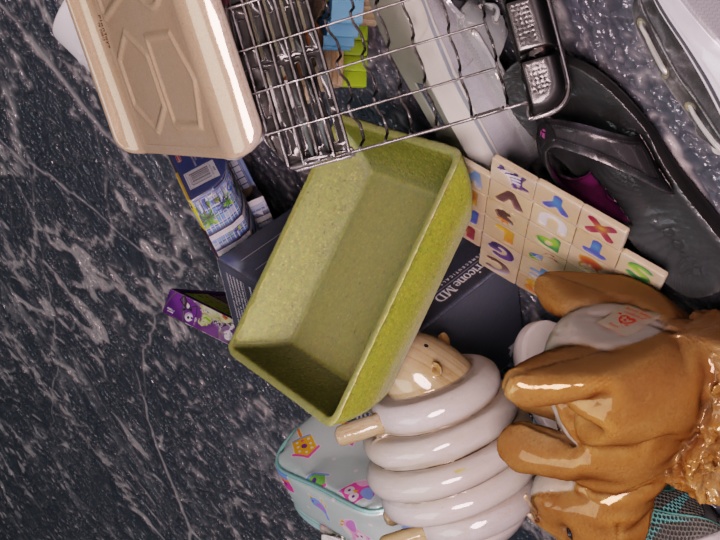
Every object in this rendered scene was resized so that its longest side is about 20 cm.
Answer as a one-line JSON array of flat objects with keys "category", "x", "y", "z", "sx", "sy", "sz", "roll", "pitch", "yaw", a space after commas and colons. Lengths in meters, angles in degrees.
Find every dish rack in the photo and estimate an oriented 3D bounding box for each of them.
[{"category": "dish rack", "x": 0.021, "y": -0.149, "z": 0.962, "sx": 0.055, "sy": 0.199, "sz": 0.154, "roll": -38, "pitch": -67, "yaw": -81}]

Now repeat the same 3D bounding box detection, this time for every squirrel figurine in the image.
[{"category": "squirrel figurine", "x": 0.190, "y": 0.114, "z": 1.010, "sx": 0.199, "sy": 0.142, "sz": 0.188, "roll": 0, "pitch": 118, "yaw": 9}]

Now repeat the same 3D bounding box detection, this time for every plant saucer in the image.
[{"category": "plant saucer", "x": 0.000, "y": 0.000, "z": 1.091, "sx": 0.048, "sy": 0.201, "sz": 0.200, "roll": 25, "pitch": -179, "yaw": -28}]

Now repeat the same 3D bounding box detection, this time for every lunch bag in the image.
[{"category": "lunch bag", "x": 0.039, "y": 0.152, "z": 1.278, "sx": 0.160, "sy": 0.200, "sz": 0.077, "roll": 22, "pitch": 141, "yaw": 42}]

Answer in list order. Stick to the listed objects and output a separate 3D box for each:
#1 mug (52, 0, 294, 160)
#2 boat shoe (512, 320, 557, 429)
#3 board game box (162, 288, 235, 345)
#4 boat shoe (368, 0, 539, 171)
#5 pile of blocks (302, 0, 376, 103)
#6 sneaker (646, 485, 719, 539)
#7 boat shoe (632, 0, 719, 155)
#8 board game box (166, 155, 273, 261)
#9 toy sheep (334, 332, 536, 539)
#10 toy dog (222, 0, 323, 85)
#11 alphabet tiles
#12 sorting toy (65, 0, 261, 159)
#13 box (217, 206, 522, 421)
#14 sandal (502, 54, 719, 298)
[{"category": "mug", "x": -0.135, "y": -0.178, "z": 1.208, "sx": 0.175, "sy": 0.148, "sz": 0.200, "roll": 44, "pitch": -173, "yaw": 0}, {"category": "boat shoe", "x": 0.168, "y": 0.126, "z": 1.203, "sx": 0.200, "sy": 0.072, "sz": 0.068, "roll": 53, "pitch": 153, "yaw": -17}, {"category": "board game box", "x": -0.071, "y": 0.067, "z": 1.417, "sx": 0.199, "sy": 0.120, "sz": 0.032, "roll": 24, "pitch": 101, "yaw": 24}, {"category": "boat shoe", "x": 0.067, "y": -0.148, "z": 1.047, "sx": 0.201, "sy": 0.071, "sz": 0.070, "roll": 61, "pitch": 169, "yaw": -25}, {"category": "pile of blocks", "x": -0.002, "y": -0.178, "z": 1.116, "sx": 0.200, "sy": 0.062, "sz": 0.083, "roll": 118, "pitch": 150, "yaw": -65}, {"category": "sneaker", "x": 0.188, "y": 0.200, "z": 1.124, "sx": 0.078, "sy": 0.199, "sz": 0.091, "roll": -55, "pitch": 52, "yaw": 41}, {"category": "boat shoe", "x": 0.226, "y": -0.094, "z": 0.876, "sx": 0.201, "sy": 0.072, "sz": 0.071, "roll": 61, "pitch": 162, "yaw": 8}, {"category": "board game box", "x": -0.108, "y": -0.038, "z": 1.385, "sx": 0.200, "sy": 0.061, "sz": 0.200, "roll": 65, "pitch": 176, "yaw": -33}, {"category": "toy sheep", "x": 0.063, "y": 0.135, "z": 1.103, "sx": 0.138, "sy": 0.138, "sz": 0.201, "roll": 4, "pitch": 120, "yaw": 55}, {"category": "toy dog", "x": -0.090, "y": -0.224, "z": 1.067, "sx": 0.194, "sy": 0.139, "sz": 0.201, "roll": 163, "pitch": 106, "yaw": -80}, {"category": "alphabet tiles", "x": 0.130, "y": -0.016, "z": 1.074, "sx": 0.166, "sy": 0.006, "sz": 0.200, "roll": 30, "pitch": 164, "yaw": 11}, {"category": "sorting toy", "x": -0.136, "y": -0.166, "z": 1.014, "sx": 0.200, "sy": 0.036, "sz": 0.186, "roll": 7, "pitch": 118, "yaw": 59}, {"category": "box", "x": 0.008, "y": 0.029, "z": 1.246, "sx": 0.200, "sy": 0.148, "sz": 0.107, "roll": 29, "pitch": 144, "yaw": 38}, {"category": "sandal", "x": 0.164, "y": -0.061, "z": 0.995, "sx": 0.201, "sy": 0.048, "sz": 0.075, "roll": 47, "pitch": 138, "yaw": 4}]
